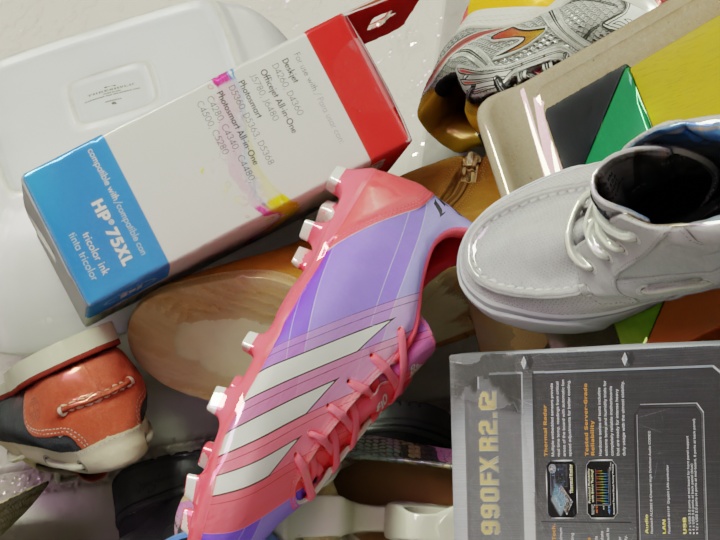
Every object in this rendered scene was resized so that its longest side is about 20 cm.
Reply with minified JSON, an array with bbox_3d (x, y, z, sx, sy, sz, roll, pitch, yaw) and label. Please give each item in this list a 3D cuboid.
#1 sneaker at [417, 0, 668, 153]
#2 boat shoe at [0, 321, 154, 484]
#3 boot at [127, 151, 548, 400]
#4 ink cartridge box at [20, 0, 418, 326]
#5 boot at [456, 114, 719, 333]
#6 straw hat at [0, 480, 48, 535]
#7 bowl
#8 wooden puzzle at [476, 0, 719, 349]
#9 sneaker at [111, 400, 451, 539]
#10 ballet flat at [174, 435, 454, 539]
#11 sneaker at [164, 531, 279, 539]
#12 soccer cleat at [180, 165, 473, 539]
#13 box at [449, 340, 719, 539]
[{"bbox_3d":[0.097,-0.088,1.364,0.082,0.078,0.200,-55,20,-19],"label":"sneaker"},{"bbox_3d":[-0.135,0.070,1.375,0.071,0.063,0.200,-26,-2,-16],"label":"boat shoe"},{"bbox_3d":[0.000,-0.001,1.354,0.201,0.071,0.144,-4,27,6],"label":"boot"},{"bbox_3d":[-0.049,-0.052,1.321,0.200,0.116,0.067,-27,88,-7],"label":"ink cartridge box"},{"bbox_3d":[0.109,-0.026,1.161,0.200,0.096,0.074,-11,68,31],"label":"boot"},{"bbox_3d":[-0.217,0.176,1.363,0.201,0.201,0.085,-26,87,13],"label":"straw hat"},{"bbox_3d":[-0.111,-0.059,1.454,0.200,0.075,0.200,-16,37,-2],"label":"bowl"},{"bbox_3d":[0.155,-0.041,1.214,0.200,0.037,0.185,-27,60,18],"label":"wooden puzzle"},{"bbox_3d":[-0.047,0.130,1.324,0.200,0.060,0.104,-14,61,16],"label":"sneaker"},{"bbox_3d":[0.015,0.105,1.249,0.200,0.071,0.069,0,90,7],"label":"ballet flat"},{"bbox_3d":[-0.115,0.172,1.256,0.200,0.070,0.078,-30,3,30],"label":"sneaker"},{"bbox_3d":[-0.012,0.045,1.223,0.076,0.067,0.200,22,61,5],"label":"soccer cleat"},{"bbox_3d":[0.110,0.128,1.145,0.158,0.048,0.200,-5,85,42],"label":"box"}]
